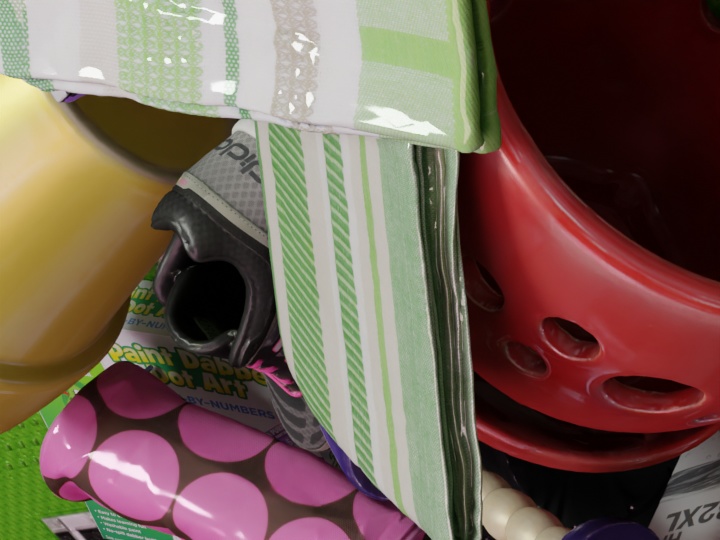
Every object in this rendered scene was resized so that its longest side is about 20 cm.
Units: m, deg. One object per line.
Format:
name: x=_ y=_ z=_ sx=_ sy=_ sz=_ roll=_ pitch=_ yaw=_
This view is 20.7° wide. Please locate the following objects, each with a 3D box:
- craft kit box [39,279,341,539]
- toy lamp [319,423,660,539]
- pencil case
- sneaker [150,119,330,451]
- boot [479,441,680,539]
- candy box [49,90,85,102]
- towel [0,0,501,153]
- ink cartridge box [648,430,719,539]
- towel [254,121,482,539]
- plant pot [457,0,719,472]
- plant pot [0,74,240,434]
craft kit box: x=-0.090 y=0.091 z=1.113 sx=0.199 sy=0.049 sz=0.198 roll=7 pitch=132 yaw=29
toy lamp: x=0.042 y=0.087 z=0.794 sx=0.058 sy=0.058 sz=0.200 roll=58 pitch=165 yaw=-29
pencil case: x=-0.060 y=0.120 z=0.996 sx=0.199 sy=0.091 sz=0.094 roll=27 pitch=145 yaw=21
sneaker: x=-0.046 y=0.018 z=0.867 sx=0.074 sy=0.087 sz=0.200 roll=40 pitch=153 yaw=35
boot: x=0.065 y=0.084 z=0.916 sx=0.198 sy=0.073 sz=0.163 roll=49 pitch=157 yaw=19
candy box: x=-0.024 y=-0.160 z=0.688 sx=0.072 sy=0.168 sz=0.200 roll=54 pitch=140 yaw=0
towel: x=-0.051 y=-0.112 z=0.594 sx=0.199 sy=0.031 sz=0.150 roll=13 pitch=126 yaw=37
ink cartridge box: x=0.200 y=0.089 z=0.777 sx=0.145 sy=0.200 sz=0.084 roll=-21 pitch=119 yaw=46
towel: x=0.000 y=0.000 z=0.707 sx=0.200 sy=0.023 sz=0.153 roll=-145 pitch=48 yaw=-68
plant pot: x=0.102 y=-0.030 z=0.724 sx=0.200 sy=0.201 sz=0.183 roll=31 pitch=147 yaw=2
plant pot: x=-0.160 y=-0.048 z=0.906 sx=0.189 sy=0.201 sz=0.201 roll=-33 pitch=110 yaw=33
